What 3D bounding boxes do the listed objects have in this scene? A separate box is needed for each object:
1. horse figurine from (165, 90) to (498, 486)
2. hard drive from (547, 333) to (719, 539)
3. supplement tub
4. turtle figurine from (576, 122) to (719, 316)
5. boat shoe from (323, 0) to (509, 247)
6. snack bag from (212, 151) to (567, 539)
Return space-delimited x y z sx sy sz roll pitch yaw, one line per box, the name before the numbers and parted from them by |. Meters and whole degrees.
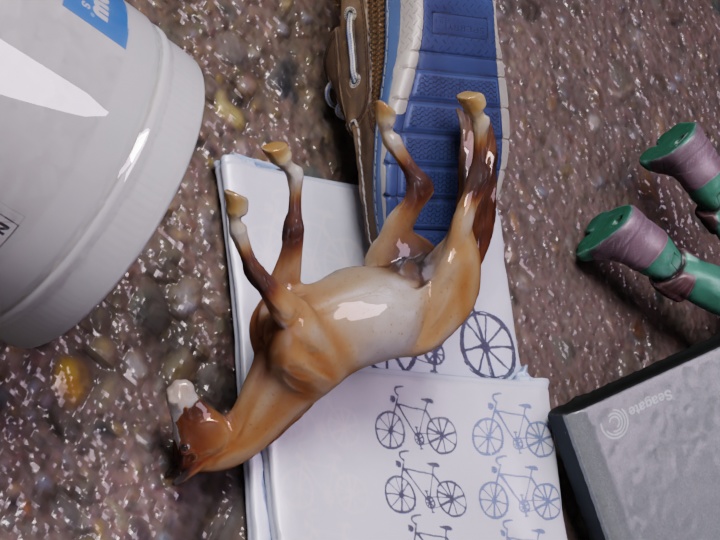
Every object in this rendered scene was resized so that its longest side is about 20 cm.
horse figurine | 0.000 0.000 0.844 0.199 0.050 0.134 -27 124 -37
hard drive | 0.185 0.137 0.984 0.139 0.033 0.202 -22 95 -19
supplement tub | -0.168 -0.075 0.694 0.199 0.131 0.133 33 53 -28
turtle figurine | 0.213 0.023 1.069 0.200 0.100 0.150 46 48 -11
boat shoe | 0.023 -0.093 0.935 0.072 0.072 0.202 8 85 -38
snack bag | 0.019 0.049 0.925 0.187 0.021 0.202 8 68 -40
